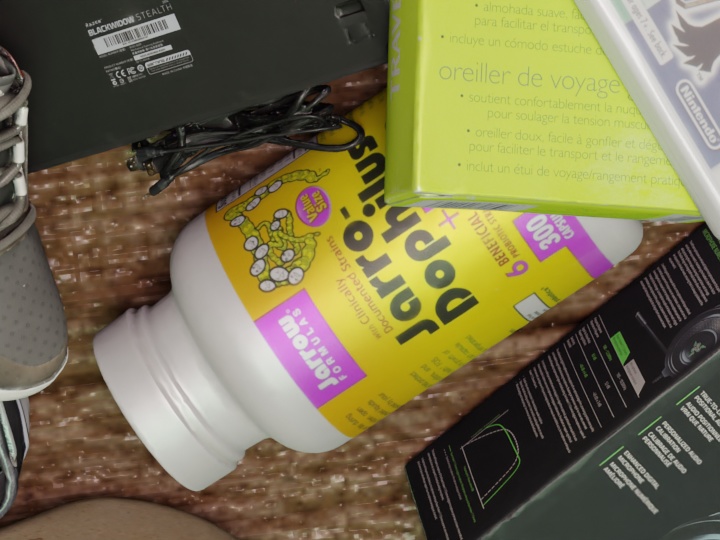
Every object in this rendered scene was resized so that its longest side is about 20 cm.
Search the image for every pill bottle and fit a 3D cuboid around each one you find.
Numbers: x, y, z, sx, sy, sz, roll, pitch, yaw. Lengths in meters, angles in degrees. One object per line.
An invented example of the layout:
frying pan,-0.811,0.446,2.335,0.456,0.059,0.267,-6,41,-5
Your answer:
pill bottle,0.000,0.000,1.103,0.200,0.104,0.104,-34,114,8

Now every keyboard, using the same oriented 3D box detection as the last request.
keyboard,-0.072,-0.082,1.078,0.199,0.040,0.104,-14,111,23

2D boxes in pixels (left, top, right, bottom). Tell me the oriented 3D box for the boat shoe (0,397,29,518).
boat shoe,-0.185,0.011,1.101,0.071,0.068,0.201,-23,115,3

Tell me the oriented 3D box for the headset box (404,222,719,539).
headset box,0.151,0.093,1.172,0.200,0.093,0.174,-39,114,9

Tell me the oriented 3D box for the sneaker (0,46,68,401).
sneaker,-0.151,-0.043,1.044,0.082,0.077,0.201,-12,113,41

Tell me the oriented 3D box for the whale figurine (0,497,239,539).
whale figurine,-0.126,0.157,1.127,0.199,0.159,0.104,-5,113,-28

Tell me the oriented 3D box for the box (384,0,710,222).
box,0.072,-0.120,1.019,0.121,0.048,0.201,3,87,-17

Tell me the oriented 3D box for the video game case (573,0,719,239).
video game case,0.147,-0.142,1.002,0.182,0.023,0.200,-34,99,-13
